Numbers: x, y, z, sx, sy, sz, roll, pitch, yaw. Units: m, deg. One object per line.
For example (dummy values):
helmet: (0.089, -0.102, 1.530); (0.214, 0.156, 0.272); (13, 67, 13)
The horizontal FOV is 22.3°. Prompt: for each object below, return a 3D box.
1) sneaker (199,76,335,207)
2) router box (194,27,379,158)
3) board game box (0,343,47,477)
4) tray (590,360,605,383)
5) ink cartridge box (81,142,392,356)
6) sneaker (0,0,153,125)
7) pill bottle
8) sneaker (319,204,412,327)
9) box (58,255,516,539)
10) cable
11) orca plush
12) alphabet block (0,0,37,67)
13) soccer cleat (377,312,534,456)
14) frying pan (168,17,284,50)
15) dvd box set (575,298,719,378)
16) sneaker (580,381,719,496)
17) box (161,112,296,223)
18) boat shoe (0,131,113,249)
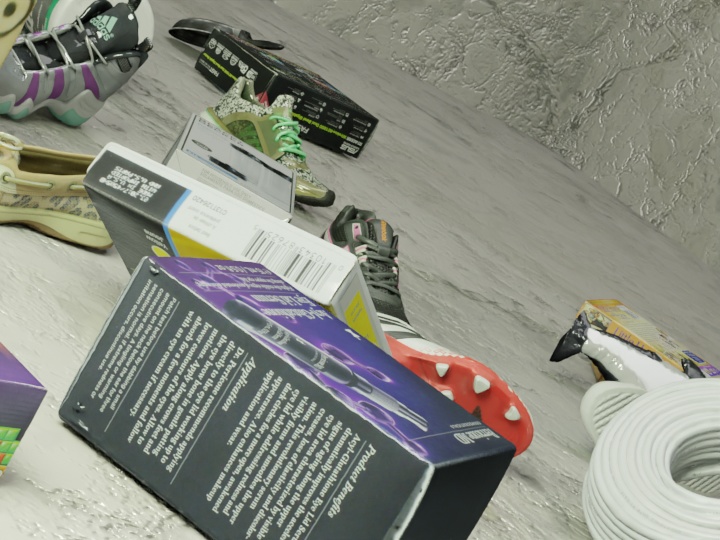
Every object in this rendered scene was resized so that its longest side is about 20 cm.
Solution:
sneaker: (-0.090, -0.137, 1.883); (0.200, 0.089, 0.077); (38, 13, 32)
router box: (-0.094, -0.225, 2.332); (0.199, 0.062, 0.150); (20, 15, -44)
board game box: (-0.264, 0.019, 0.818); (0.165, 0.057, 0.200); (37, 13, 34)
tray: (0.342, 0.143, 1.947); (0.199, 0.037, 0.099); (31, 11, -4)
ink cartridge box: (-0.071, 0.020, 1.192); (0.197, 0.047, 0.200); (24, -26, 25)
sneaker: (-0.245, -0.194, 1.557); (0.078, 0.140, 0.200); (57, 17, 8)
pill bottle: (-0.298, -0.278, 1.890); (0.113, 0.114, 0.200); (23, 13, -36)
sneaker: (0.000, 0.000, 1.526); (0.080, 0.087, 0.200); (23, 14, -28)
box: (-0.036, 0.088, 0.993); (0.199, 0.105, 0.148); (34, 11, 18)
cable: (0.259, 0.159, 1.324); (0.199, 0.070, 0.200); (-31, 43, -30)
orca plush: (0.274, 0.129, 1.820); (0.199, 0.071, 0.106); (25, 56, -10)
alphabet block: (-0.351, -0.204, 1.218); (0.196, 0.196, 0.200); (36, 11, 16)
soccer cleat: (0.041, 0.075, 1.363); (0.199, 0.069, 0.085); (26, 15, -3)
frying pan: (-0.184, -0.312, 2.410); (0.114, 0.031, 0.190); (15, -6, -25)
dvd box set: (0.362, 0.101, 2.193); (0.200, 0.030, 0.146); (36, 12, 18)
sneaker: (0.248, 0.144, 1.626); (0.200, 0.074, 0.082); (33, -1, -38)
box: (-0.119, -0.070, 1.586); (0.116, 0.060, 0.200); (30, 11, -7)
boat shoe: (-0.238, -0.070, 1.259); (0.073, 0.063, 0.199); (40, 15, 37)
